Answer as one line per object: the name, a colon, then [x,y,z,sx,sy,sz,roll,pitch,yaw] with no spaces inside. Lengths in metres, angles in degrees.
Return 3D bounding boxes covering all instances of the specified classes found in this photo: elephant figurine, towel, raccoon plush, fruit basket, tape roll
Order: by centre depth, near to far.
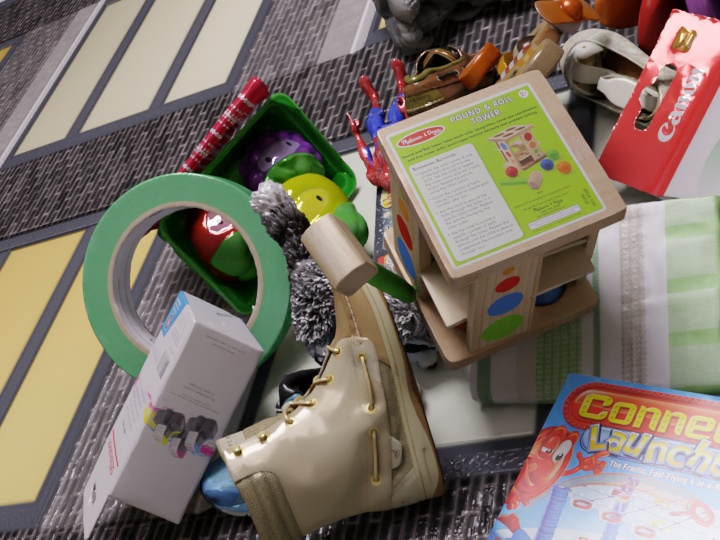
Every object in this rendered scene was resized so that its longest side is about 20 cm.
towel: [0.178,0.027,0.811,0.198,0.031,0.151,-6,73,31]
raccoon plush: [0.000,0.000,0.891,0.133,0.201,0.097,-25,21,35]
tape roll: [-0.157,0.011,0.996,0.199,0.202,0.048,-29,-1,7]
fruit basket: [-0.086,-0.062,1.071,0.215,0.156,0.216,-37,21,16]
towel: [-0.162,-0.116,1.105,0.201,0.022,0.145,-51,8,2]
elephant figurine: [0.116,-0.346,1.255,0.198,0.157,0.142,-26,-8,-6]

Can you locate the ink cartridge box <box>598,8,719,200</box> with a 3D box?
ink cartridge box: [0.288,-0.125,0.844,0.199,0.050,0.162,29,93,40]

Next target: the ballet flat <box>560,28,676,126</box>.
ballet flat: [0.234,-0.181,0.992,0.062,0.068,0.200,-4,25,-28]

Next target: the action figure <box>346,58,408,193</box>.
action figure: [0.026,-0.143,1.079,0.065,0.052,0.201,-20,40,14]

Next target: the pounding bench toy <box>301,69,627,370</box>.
pounding bench toy: [0.060,-0.014,0.754,0.198,0.157,0.125,-22,62,-9]

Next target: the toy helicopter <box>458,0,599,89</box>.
toy helicopter: [0.159,-0.191,0.949,0.132,0.079,0.200,-48,6,13]

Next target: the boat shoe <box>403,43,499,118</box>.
boat shoe: [0.094,-0.198,1.087,0.071,0.069,0.200,-19,18,24]

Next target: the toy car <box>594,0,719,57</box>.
toy car: [0.307,-0.272,0.987,0.198,0.174,0.152,-4,76,35]

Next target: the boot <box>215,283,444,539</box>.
boot: [-0.037,0.094,0.793,0.154,0.203,0.073,-19,1,-3]

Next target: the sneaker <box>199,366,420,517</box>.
sneaker: [-0.053,0.120,0.871,0.199,0.090,0.079,-35,35,5]

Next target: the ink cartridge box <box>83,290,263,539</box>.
ink cartridge box: [-0.163,0.131,0.909,0.202,0.067,0.115,-63,18,3]

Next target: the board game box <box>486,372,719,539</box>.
board game box: [0.182,0.170,0.656,0.198,0.056,0.197,5,52,42]

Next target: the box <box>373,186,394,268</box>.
box: [0.081,-0.066,1.018,0.135,0.038,0.201,-20,39,20]
